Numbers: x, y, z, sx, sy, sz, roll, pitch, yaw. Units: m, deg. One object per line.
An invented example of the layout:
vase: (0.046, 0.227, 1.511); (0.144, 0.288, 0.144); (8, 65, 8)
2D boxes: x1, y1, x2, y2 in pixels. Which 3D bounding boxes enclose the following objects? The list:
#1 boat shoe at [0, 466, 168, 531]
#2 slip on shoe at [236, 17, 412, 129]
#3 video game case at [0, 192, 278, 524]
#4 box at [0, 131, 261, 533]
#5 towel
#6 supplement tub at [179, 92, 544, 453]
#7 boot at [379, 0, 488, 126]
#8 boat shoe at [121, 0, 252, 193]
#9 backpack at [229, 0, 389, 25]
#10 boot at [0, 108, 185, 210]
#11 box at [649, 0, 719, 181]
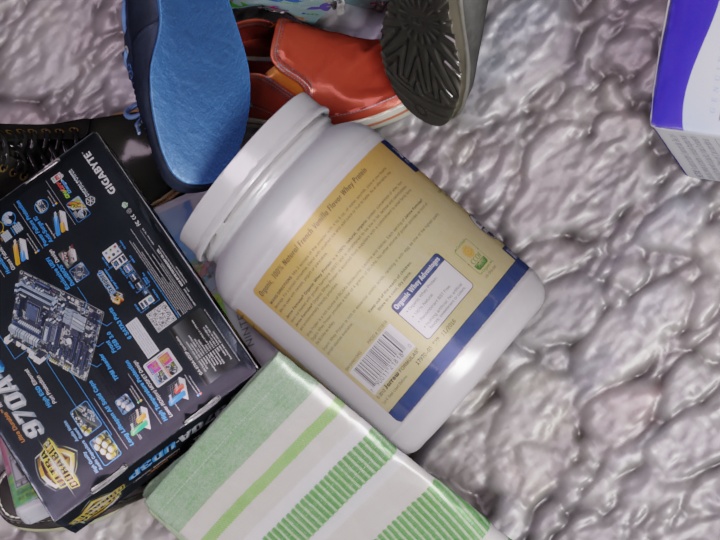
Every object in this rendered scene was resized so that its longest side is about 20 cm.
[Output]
boat shoe: (-0.158, 0.120, 1.460); (0.199, 0.066, 0.072); (-18, 77, 12)
slip on shoe: (-0.041, -0.133, 1.455); (0.198, 0.061, 0.075); (2, 50, 10)
video game case: (-0.152, 0.049, 1.449); (0.199, 0.022, 0.183); (-24, 55, 4)
box: (-0.174, 0.037, 1.395); (0.158, 0.046, 0.201); (-36, 72, -1)
towel: (-0.019, 0.157, 1.370); (0.200, 0.023, 0.153); (39, 118, -11)
supplement tub: (0.000, 0.000, 1.375); (0.200, 0.144, 0.145); (41, 94, 3)
boot: (0.102, -0.206, 1.405); (0.072, 0.183, 0.200); (32, 50, 26)
boat shoe: (-0.112, -0.140, 1.407); (0.083, 0.069, 0.202); (7, 68, -26)
backpack: (-0.026, -0.255, 1.414); (0.149, 0.200, 0.179); (7, 82, -4)
boot: (-0.206, -0.073, 1.465); (0.198, 0.138, 0.078); (-16, 75, 11)
box: (0.285, -0.107, 1.311); (0.198, 0.184, 0.106); (8, 85, 16)
